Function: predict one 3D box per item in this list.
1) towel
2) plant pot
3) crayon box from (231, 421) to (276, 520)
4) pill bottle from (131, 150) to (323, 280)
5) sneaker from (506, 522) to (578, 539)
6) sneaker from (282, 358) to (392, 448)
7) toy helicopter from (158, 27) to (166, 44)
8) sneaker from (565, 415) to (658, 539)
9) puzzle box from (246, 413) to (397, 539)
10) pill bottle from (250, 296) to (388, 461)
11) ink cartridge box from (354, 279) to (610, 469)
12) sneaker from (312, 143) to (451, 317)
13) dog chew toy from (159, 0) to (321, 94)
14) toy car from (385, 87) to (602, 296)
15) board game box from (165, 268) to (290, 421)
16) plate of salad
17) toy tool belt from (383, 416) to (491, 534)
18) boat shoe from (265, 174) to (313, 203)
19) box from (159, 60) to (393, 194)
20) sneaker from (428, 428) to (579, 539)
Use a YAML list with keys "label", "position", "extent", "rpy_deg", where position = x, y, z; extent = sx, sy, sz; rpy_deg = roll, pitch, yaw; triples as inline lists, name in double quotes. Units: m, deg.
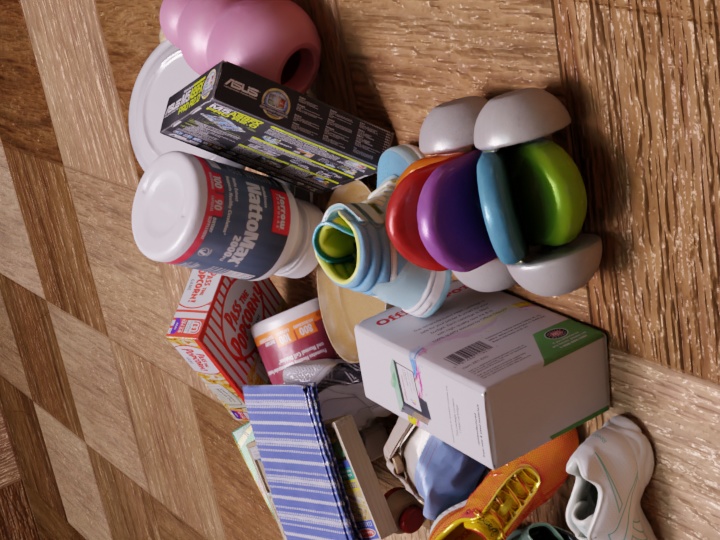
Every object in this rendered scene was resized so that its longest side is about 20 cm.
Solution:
- label: "towel"
  position: [-0.061, 0.215, 1.357]
  extent: [0.145, 0.024, 0.200]
  rpy_deg: [-10, 97, 56]
- label: "plant pot"
  position: [0.000, 0.000, 1.383]
  extent: [0.200, 0.027, 0.201]
  rpy_deg: [178, 90, -67]
- label: "crayon box"
  position: [-0.076, 0.237, 1.577]
  extent: [0.119, 0.058, 0.200]
  rpy_deg: [61, -168, 13]
- label: "pill bottle"
  position: [-0.138, -0.053, 1.395]
  extent: [0.119, 0.200, 0.120]
  rpy_deg: [-13, 71, 44]
- label: "sneaker"
  position: [0.160, 0.275, 1.297]
  extent: [0.200, 0.074, 0.118]
  rpy_deg: [31, 141, 35]
- label: "sneaker"
  position: [0.010, 0.156, 1.401]
  extent: [0.200, 0.075, 0.115]
  rpy_deg: [-2, 95, 26]
- label: "toy helicopter"
  position: [-0.169, -0.222, 1.515]
  extent: [0.132, 0.079, 0.200]
  rpy_deg: [-39, 86, 37]
- label: "sneaker"
  position: [0.225, 0.234, 1.158]
  extent: [0.070, 0.080, 0.201]
  rpy_deg: [16, 124, 53]
- label: "puzzle box"
  position: [-0.047, 0.235, 1.383]
  extent: [0.200, 0.025, 0.133]
  rpy_deg: [-24, 89, 54]
- label: "pill bottle"
  position: [-0.044, 0.138, 1.513]
  extent: [0.114, 0.114, 0.200]
  rpy_deg: [-27, 86, 61]
- label: "ink cartridge box"
  position: [0.110, 0.089, 1.184]
  extent: [0.200, 0.145, 0.084]
  rpy_deg: [24, 129, 52]
- label: "sneaker"
  position: [0.013, -0.057, 1.211]
  extent: [0.080, 0.130, 0.200]
  rpy_deg: [-50, 36, 39]
- label: "dog chew toy"
  position: [-0.139, -0.254, 1.374]
  extent: [0.200, 0.124, 0.125]
  rpy_deg: [32, 137, 29]
- label: "toy car"
  position: [0.102, -0.056, 1.095]
  extent: [0.200, 0.150, 0.175]
  rpy_deg: [4, 112, 59]
- label: "board game box"
  position: [-0.151, 0.070, 1.541]
  extent: [0.046, 0.152, 0.200]
  rpy_deg: [2, 147, 25]
- label: "plate of salad"
  position: [-0.185, -0.184, 1.472]
  extent: [0.200, 0.048, 0.201]
  rpy_deg: [-3, 84, 29]
- label: "toy tool belt"
  position: [0.089, 0.202, 1.297]
  extent: [0.123, 0.125, 0.200]
  rpy_deg: [32, 110, 45]
- label: "boat shoe"
  position: [-0.101, -0.064, 1.532]
  extent: [0.067, 0.057, 0.200]
  rpy_deg: [49, 146, 31]
- label: "box"
  position: [-0.090, -0.144, 1.330]
  extent: [0.160, 0.200, 0.044]
  rpy_deg: [-15, 58, 62]
- label: "sneaker"
  position: [0.141, 0.225, 1.220]
  extent: [0.073, 0.200, 0.077]
  rpy_deg: [37, -166, -5]
